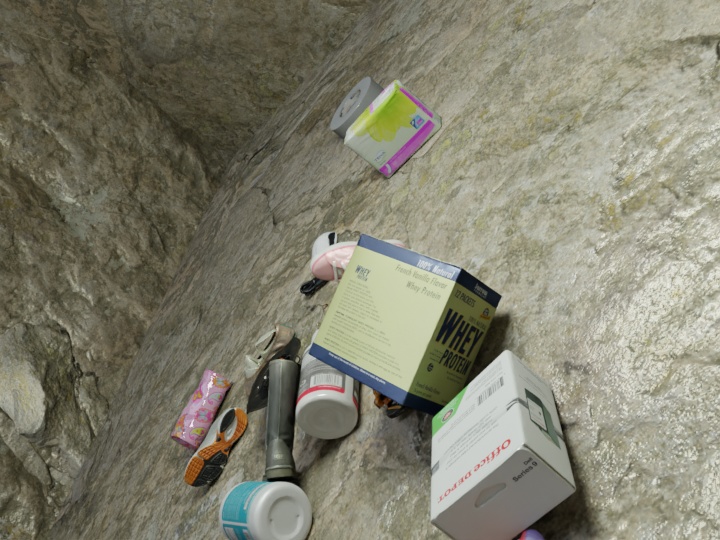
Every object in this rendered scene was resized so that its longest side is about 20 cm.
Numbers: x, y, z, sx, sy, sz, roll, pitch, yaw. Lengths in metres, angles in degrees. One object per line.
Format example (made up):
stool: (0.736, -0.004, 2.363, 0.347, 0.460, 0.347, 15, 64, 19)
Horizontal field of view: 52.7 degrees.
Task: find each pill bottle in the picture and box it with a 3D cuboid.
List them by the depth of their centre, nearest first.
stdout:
pill bottle: (-0.174, 0.422, 1.253, 0.199, 0.110, 0.112, -21, 39, 54)
pill bottle: (-0.056, 0.196, 1.324, 0.111, 0.110, 0.201, -43, 25, 28)

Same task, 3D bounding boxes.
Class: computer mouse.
computer mouse: (-0.102, -0.034, 1.831, 0.110, 0.044, 0.201, -42, 26, 32)

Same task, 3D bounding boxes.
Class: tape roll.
tape roll: (-0.009, -0.502, 2.267, 0.200, 0.066, 0.201, -45, 23, 26)

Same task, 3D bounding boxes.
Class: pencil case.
pencil case: (-0.408, 0.358, 1.871, 0.087, 0.087, 0.202, -19, 41, 56)

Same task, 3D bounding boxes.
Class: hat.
hat: (-0.160, 0.240, 1.523, 0.201, 0.081, 0.201, -45, 16, 17)

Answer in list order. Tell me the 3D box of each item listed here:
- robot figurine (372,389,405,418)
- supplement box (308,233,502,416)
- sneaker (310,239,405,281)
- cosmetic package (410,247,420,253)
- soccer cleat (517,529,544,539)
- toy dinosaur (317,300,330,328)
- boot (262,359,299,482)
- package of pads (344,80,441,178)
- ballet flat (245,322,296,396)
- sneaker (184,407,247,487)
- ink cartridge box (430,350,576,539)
robot figurine: (0.080, 0.141, 1.184, 0.201, 0.058, 0.145, -52, 24, 8)
supplement box: (0.065, 0.081, 1.076, 0.199, 0.134, 0.202, 21, 85, 41)
sneaker: (0.000, 0.000, 1.430, 0.197, 0.076, 0.105, -9, 41, -1)
cosmetic package: (0.058, 0.067, 1.320, 0.200, 0.071, 0.106, -44, 25, 26)
soccer cleat: (0.192, 0.337, 0.699, 0.075, 0.067, 0.201, -8, 27, 10)
toy dinosaur: (-0.052, 0.114, 1.505, 0.102, 0.057, 0.201, -101, 31, -53)
boot: (-0.145, 0.274, 1.309, 0.182, 0.071, 0.203, 120, 146, -66)
package of pads: (0.073, -0.339, 1.747, 0.200, 0.154, 0.069, -43, 25, 29)
ballet flat: (-0.235, 0.207, 1.736, 0.201, 0.067, 0.068, -55, 21, 4)
sneaker: (-0.335, 0.406, 1.679, 0.201, 0.076, 0.092, -53, 13, -14)
ink cartridge box: (0.157, 0.210, 0.847, 0.146, 0.084, 0.200, -46, 11, 21)
